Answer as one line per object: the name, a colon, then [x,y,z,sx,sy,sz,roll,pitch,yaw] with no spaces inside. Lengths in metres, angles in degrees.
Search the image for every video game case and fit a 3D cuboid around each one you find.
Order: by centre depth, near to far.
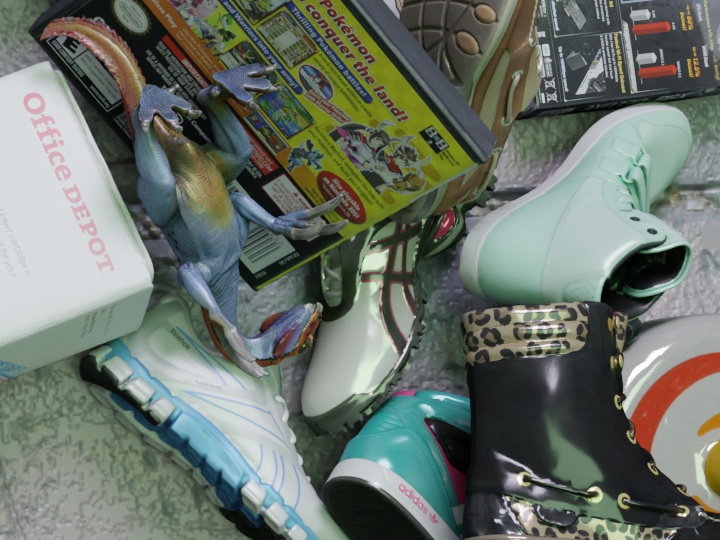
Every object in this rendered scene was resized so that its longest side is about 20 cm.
video game case: [-0.054,-0.100,1.362,0.200,0.180,0.026,49,37,-17]

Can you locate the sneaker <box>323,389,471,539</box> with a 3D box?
sneaker: [0.062,0.141,1.472,0.200,0.083,0.121,52,49,-32]

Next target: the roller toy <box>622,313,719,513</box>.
roller toy: [0.197,0.119,1.483,0.199,0.140,0.183,10,82,-17]

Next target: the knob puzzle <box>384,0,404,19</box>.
knob puzzle: [-0.016,-0.201,1.373,0.219,0.030,0.221,-3,109,-10]

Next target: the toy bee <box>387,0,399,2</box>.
toy bee: [0.017,-0.179,1.470,0.131,0.109,0.201,-24,92,-20]

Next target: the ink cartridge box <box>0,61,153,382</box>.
ink cartridge box: [-0.232,-0.008,1.368,0.199,0.088,0.146,-22,76,-17]

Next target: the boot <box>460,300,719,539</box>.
boot: [0.142,0.096,1.369,0.199,0.073,0.151,1,73,-18]

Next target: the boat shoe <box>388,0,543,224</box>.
boat shoe: [0.063,-0.118,1.391,0.072,0.200,0.076,-6,42,-39]

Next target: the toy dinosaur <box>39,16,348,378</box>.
toy dinosaur: [-0.078,-0.032,1.379,0.105,0.182,0.200,-28,53,-27]

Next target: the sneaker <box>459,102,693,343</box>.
sneaker: [0.164,-0.027,1.478,0.200,0.118,0.074,-38,132,-35]

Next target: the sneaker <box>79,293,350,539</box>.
sneaker: [-0.062,0.093,1.440,0.200,0.075,0.087,46,68,-9]

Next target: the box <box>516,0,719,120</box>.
box: [0.155,-0.202,1.546,0.157,0.050,0.201,-9,88,-19]

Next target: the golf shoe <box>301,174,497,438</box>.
golf shoe: [0.000,0.000,1.460,0.088,0.077,0.200,34,67,-25]
